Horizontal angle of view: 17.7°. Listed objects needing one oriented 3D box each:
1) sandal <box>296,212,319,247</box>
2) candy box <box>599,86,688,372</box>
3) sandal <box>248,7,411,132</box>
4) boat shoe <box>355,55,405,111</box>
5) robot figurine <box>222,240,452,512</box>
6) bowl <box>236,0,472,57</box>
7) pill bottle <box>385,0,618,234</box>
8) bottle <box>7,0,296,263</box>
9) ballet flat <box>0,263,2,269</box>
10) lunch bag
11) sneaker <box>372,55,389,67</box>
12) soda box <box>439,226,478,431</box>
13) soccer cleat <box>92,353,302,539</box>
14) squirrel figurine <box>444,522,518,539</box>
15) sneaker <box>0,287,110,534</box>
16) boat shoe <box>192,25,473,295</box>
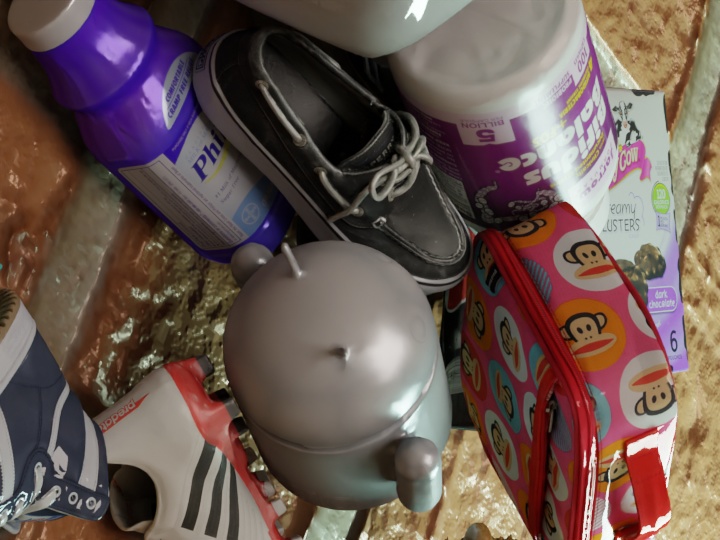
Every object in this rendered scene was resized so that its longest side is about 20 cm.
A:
[{"bbox_3d":[0.000,0.000,1.337,0.201,0.048,0.076,79,21,-44],"label":"sandal"},{"bbox_3d":[0.147,-0.024,1.576,0.167,0.071,0.201,-4,89,-54],"label":"candy box"},{"bbox_3d":[-0.023,-0.095,1.346,0.055,0.081,0.201,-45,122,-35],"label":"sandal"},{"bbox_3d":[0.023,-0.085,1.416,0.072,0.068,0.201,-38,116,-50],"label":"boat shoe"},{"bbox_3d":[-0.011,0.057,1.241,0.113,0.170,0.200,-39,155,-11],"label":"robot figurine"},{"bbox_3d":[-0.008,-0.190,1.213,0.200,0.199,0.075,-43,149,-40],"label":"bowl"},{"bbox_3d":[0.087,-0.087,1.319,0.200,0.112,0.113,63,37,-56],"label":"pill bottle"},{"bbox_3d":[-0.108,-0.085,1.236,0.200,0.065,0.084,46,52,-41],"label":"bottle"},{"bbox_3d":[-0.234,0.043,1.049,0.067,0.068,0.200,36,49,-7],"label":"ballet flat"},{"bbox_3d":[0.124,0.080,1.311,0.200,0.082,0.177,87,-21,-52],"label":"lunch bag"},{"bbox_3d":[0.011,-0.221,1.357,0.099,0.071,0.201,-24,79,-24],"label":"sneaker"},{"bbox_3d":[0.090,0.001,1.456,0.063,0.070,0.201,-179,-86,-81],"label":"soda box"},{"bbox_3d":[-0.088,0.125,1.244,0.069,0.085,0.200,57,-8,40],"label":"soccer cleat"},{"bbox_3d":[0.037,0.201,1.278,0.142,0.187,0.200,45,34,-6],"label":"squirrel figurine"},{"bbox_3d":[-0.188,0.112,1.096,0.109,0.070,0.200,58,40,-29],"label":"sneaker"},{"bbox_3d":[0.001,-0.060,1.233,0.199,0.068,0.074,47,57,-24],"label":"boat shoe"}]
